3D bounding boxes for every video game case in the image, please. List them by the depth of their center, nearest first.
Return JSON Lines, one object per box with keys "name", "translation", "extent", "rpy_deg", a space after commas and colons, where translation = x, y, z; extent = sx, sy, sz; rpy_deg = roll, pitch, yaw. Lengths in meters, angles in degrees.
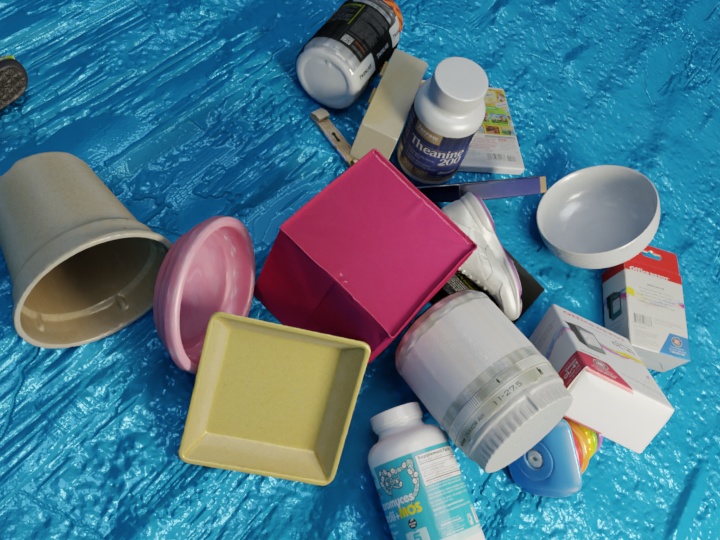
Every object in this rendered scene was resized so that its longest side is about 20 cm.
{"name": "video game case", "translation": [0.187, -0.259, 1.243], "extent": [0.199, 0.023, 0.183], "rpy_deg": [0, 65, -19]}

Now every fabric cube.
{"name": "fabric cube", "translation": [0.000, 0.000, 0.943], "extent": [0.200, 0.199, 0.196], "rpy_deg": [45, 58, 5]}

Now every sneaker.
{"name": "sneaker", "translation": [-0.556, -0.238, 0.948], "extent": [0.083, 0.072, 0.200], "rpy_deg": [31, 54, 26]}
{"name": "sneaker", "translation": [0.174, -0.011, 1.034], "extent": [0.099, 0.075, 0.201], "rpy_deg": [-26, 87, 5]}

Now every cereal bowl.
{"name": "cereal bowl", "translation": [0.402, -0.079, 1.163], "extent": [0.199, 0.083, 0.201], "rpy_deg": [-16, 45, 16]}

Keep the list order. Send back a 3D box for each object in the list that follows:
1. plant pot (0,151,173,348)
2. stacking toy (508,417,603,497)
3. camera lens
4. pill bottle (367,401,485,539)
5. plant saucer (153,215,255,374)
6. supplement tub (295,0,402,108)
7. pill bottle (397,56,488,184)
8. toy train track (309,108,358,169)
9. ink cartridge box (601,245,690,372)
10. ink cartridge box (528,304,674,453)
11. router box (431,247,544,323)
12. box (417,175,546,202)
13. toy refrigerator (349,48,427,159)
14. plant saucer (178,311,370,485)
{"name": "plant pot", "translation": [-0.359, -0.039, 0.850], "extent": [0.200, 0.201, 0.184], "rpy_deg": [-26, 65, -29]}
{"name": "stacking toy", "translation": [0.307, 0.241, 1.005], "extent": [0.199, 0.116, 0.110], "rpy_deg": [-13, 91, -42]}
{"name": "camera lens", "translation": [0.154, 0.138, 0.902], "extent": [0.159, 0.160, 0.200], "rpy_deg": [-23, 56, -28]}
{"name": "pill bottle", "translation": [0.077, 0.276, 0.886], "extent": [0.110, 0.111, 0.201], "rpy_deg": [-11, 68, -24]}
{"name": "plant saucer", "translation": [-0.199, 0.028, 0.873], "extent": [0.051, 0.201, 0.201], "rpy_deg": [11, 58, 17]}
{"name": "supplement tub", "translation": [-0.013, -0.379, 1.170], "extent": [0.122, 0.123, 0.200], "rpy_deg": [34, 59, -1]}
{"name": "pill bottle", "translation": [0.130, -0.233, 1.080], "extent": [0.110, 0.200, 0.112], "rpy_deg": [4, 63, -8]}
{"name": "toy train track", "translation": [-0.013, -0.192, 1.130], "extent": [0.114, 0.033, 0.200], "rpy_deg": [-31, 78, -30]}
{"name": "ink cartridge box", "translation": [0.478, 0.058, 1.165], "extent": [0.116, 0.067, 0.201], "rpy_deg": [15, 61, -13]}
{"name": "ink cartridge box", "translation": [0.338, 0.149, 0.999], "extent": [0.147, 0.086, 0.200], "rpy_deg": [25, 23, -8]}
{"name": "router box", "translation": [0.174, 0.009, 1.087], "extent": [0.200, 0.051, 0.149], "rpy_deg": [47, 57, 6]}
{"name": "box", "translation": [0.185, -0.130, 1.122], "extent": [0.199, 0.121, 0.033], "rpy_deg": [-7, 97, -23]}
{"name": "toy refrigerator", "translation": [0.045, -0.269, 1.134], "extent": [0.070, 0.076, 0.201], "rpy_deg": [24, 55, -3]}
{"name": "plant saucer", "translation": [-0.108, 0.157, 0.865], "extent": [0.199, 0.048, 0.201], "rpy_deg": [13, 102, -12]}
